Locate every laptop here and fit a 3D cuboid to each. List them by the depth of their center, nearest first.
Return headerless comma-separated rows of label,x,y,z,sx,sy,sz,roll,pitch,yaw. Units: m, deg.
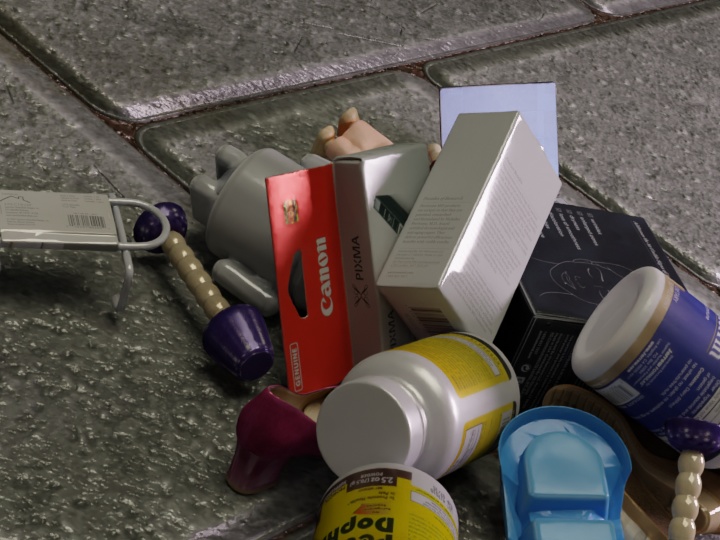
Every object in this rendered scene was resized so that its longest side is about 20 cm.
laptop,0.189,-0.099,1.786,0.186,0.116,0.200,-8,43,-40

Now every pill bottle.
pill bottle,0.014,0.236,1.165,0.109,0.110,0.200,19,31,-7
pill bottle,0.045,0.115,1.330,0.111,0.112,0.200,35,18,19
pill bottle,0.290,0.098,1.417,0.199,0.116,0.116,36,30,-8

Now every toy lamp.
toy lamp,0.255,0.220,1.309,0.058,0.058,0.201,16,72,-11
toy lamp,-0.136,0.019,1.435,0.058,0.058,0.200,-4,39,-37

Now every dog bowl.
dog bowl,0.166,0.203,1.331,0.111,0.050,0.201,2,48,-7

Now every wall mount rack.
wall mount rack,-0.272,-0.038,1.427,0.199,0.075,0.174,3,40,-22

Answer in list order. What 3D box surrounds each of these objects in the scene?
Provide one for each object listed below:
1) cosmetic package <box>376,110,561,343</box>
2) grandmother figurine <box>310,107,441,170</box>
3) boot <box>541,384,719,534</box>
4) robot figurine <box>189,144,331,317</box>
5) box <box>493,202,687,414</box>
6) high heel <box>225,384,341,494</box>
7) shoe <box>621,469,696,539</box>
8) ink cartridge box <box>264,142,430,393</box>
cosmetic package,0.099,-0.035,1.468,0.071,0.102,0.201,2,53,38
grandmother figurine,0.046,-0.090,1.733,0.121,0.061,0.200,-42,68,-13
boot,0.272,0.165,1.506,0.200,0.073,0.166,38,24,23
robot figurine,-0.063,-0.036,1.524,0.199,0.113,0.170,32,69,14
box,0.201,0.037,1.578,0.195,0.125,0.201,7,35,-21
high heel,-0.031,0.108,1.342,0.067,0.096,0.199,40,35,27
shoe,0.249,0.240,1.382,0.070,0.053,0.200,17,29,-52
ink cartridge box,0.000,0.000,1.441,0.043,0.202,0.173,3,14,40
